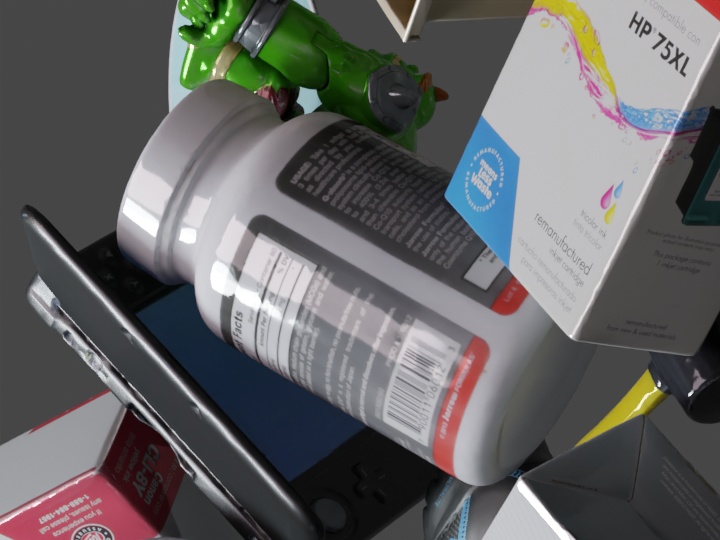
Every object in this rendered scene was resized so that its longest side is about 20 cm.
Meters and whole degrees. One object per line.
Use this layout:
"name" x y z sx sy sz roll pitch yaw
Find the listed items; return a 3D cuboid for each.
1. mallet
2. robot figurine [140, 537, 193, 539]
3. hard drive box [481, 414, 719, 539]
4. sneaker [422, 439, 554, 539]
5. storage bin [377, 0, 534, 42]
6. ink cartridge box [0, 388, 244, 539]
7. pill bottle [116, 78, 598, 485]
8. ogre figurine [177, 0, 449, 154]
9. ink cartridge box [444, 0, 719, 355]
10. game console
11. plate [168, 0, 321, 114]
"mallet" 0.094 0.070 1.167 0.200 0.041 0.066 -44 50 38
"robot figurine" -0.098 0.207 1.304 0.113 0.170 0.200 56 140 40
"hard drive box" 0.103 0.184 1.122 0.156 0.077 0.200 49 139 22
"sneaker" 0.048 0.168 1.274 0.082 0.073 0.200 59 142 41
"storage bin" 0.046 -0.240 1.207 0.200 0.094 0.199 60 143 41
"ink cartridge box" -0.111 0.171 1.404 0.145 0.200 0.083 -29 25 28
"pill bottle" 0.000 0.000 1.211 0.200 0.116 0.116 30 126 19
"ogre figurine" -0.027 -0.070 1.328 0.120 0.098 0.200 25 137 11
"ink cartridge box" 0.121 -0.082 1.073 0.116 0.067 0.200 50 124 49
"game console" -0.055 0.039 1.292 0.200 0.176 0.116 47 135 11
"plate" -0.055 -0.093 1.494 0.200 0.026 0.200 10 102 61
